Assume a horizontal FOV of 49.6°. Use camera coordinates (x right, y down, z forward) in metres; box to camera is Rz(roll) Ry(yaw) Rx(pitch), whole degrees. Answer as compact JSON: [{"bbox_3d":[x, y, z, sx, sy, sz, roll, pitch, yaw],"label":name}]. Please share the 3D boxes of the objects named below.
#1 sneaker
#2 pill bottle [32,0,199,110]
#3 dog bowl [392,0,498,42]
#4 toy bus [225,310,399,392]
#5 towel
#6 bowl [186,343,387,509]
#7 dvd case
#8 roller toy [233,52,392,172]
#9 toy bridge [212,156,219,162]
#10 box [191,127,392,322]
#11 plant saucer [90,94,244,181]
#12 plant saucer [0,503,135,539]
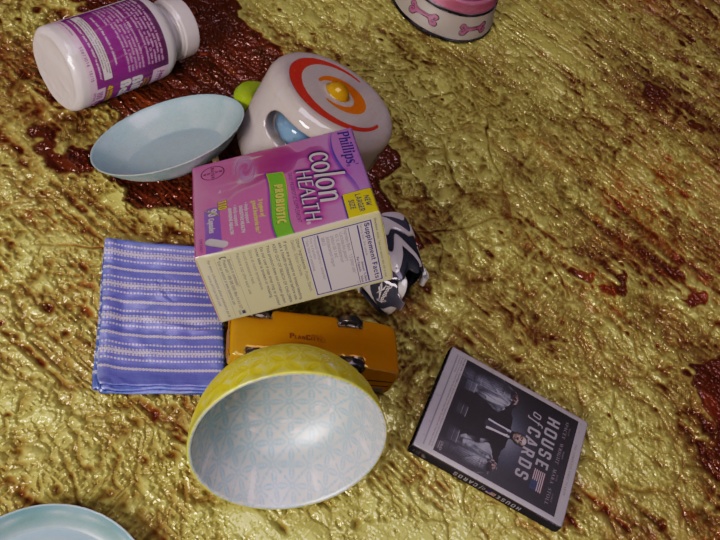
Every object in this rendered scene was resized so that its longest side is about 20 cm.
[{"bbox_3d":[0.000,0.000,0.978,0.198,0.080,0.130,-6,51,-35],"label":"sneaker"},{"bbox_3d":[-0.318,-0.297,1.036,0.200,0.112,0.112,-34,74,-34],"label":"pill bottle"},{"bbox_3d":[0.156,-0.498,1.370,0.199,0.074,0.201,10,56,-14],"label":"dog bowl"},{"bbox_3d":[-0.056,0.093,0.898,0.199,0.078,0.065,7,57,-16],"label":"toy bus"},{"bbox_3d":[-0.228,0.051,0.896,0.144,0.024,0.201,4,57,-19],"label":"towel"},{"bbox_3d":[-0.079,0.141,0.805,0.199,0.201,0.108,6,35,-16],"label":"bowl"},{"bbox_3d":[0.171,0.201,0.946,0.199,0.025,0.151,29,53,0],"label":"dvd case"},{"bbox_3d":[-0.055,-0.189,1.023,0.199,0.140,0.183,9,46,-33],"label":"roller toy"},{"bbox_3d":[-0.153,-0.128,1.039,0.067,0.027,0.200,-29,72,-30],"label":"toy bridge"},{"bbox_3d":[-0.082,-0.056,0.883,0.199,0.097,0.176,-13,41,-1],"label":"box"},{"bbox_3d":[-0.239,-0.160,0.985,0.200,0.039,0.202,-9,37,7],"label":"plant saucer"},{"bbox_3d":[-0.286,0.314,0.699,0.199,0.027,0.201,10,55,-14],"label":"plant saucer"}]
